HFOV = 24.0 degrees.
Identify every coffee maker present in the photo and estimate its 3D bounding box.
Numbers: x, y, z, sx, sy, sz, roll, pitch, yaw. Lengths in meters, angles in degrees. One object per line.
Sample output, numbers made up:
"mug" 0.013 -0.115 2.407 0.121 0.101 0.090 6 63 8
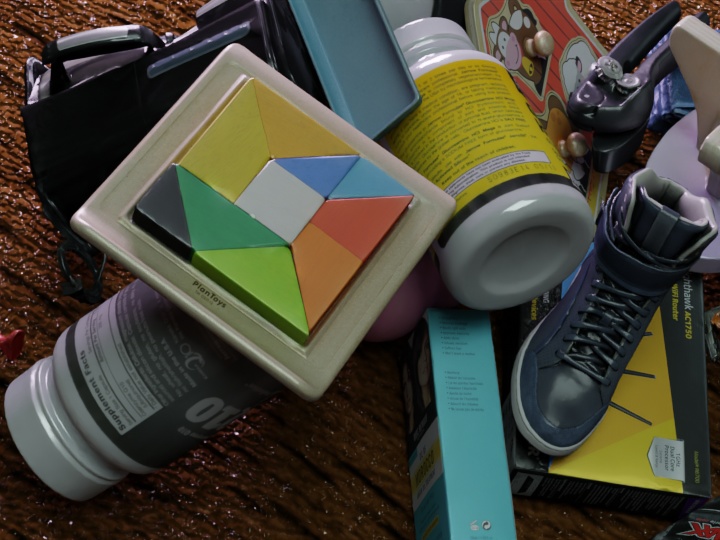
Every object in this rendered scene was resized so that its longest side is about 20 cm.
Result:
"coffee maker" -0.125 -0.094 1.211 0.198 0.135 0.194 -20 77 13

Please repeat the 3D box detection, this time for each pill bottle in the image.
"pill bottle" -0.129 0.062 1.117 0.199 0.114 0.115 -34 66 17
"pill bottle" 0.076 -0.081 1.191 0.111 0.113 0.201 -12 53 -18

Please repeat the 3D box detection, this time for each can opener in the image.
"can opener" 0.221 -0.161 1.349 0.063 0.079 0.200 26 49 13

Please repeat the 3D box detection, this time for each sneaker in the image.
"sneaker" 0.176 0.021 1.175 0.076 0.146 0.203 29 58 1

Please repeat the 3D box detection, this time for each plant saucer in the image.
"plant saucer" -0.011 -0.178 1.204 0.019 0.070 0.201 12 48 -48

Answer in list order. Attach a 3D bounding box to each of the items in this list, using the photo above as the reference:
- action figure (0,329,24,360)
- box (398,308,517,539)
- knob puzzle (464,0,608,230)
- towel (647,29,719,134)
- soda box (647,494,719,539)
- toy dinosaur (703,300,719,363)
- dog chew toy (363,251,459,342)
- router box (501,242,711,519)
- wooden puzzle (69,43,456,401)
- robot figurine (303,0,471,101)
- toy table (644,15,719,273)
"action figure" -0.320 -0.017 1.183 0.200 0.099 0.065 42 60 15
"box" 0.067 0.134 1.186 0.049 0.082 0.202 3 60 -14
"knob puzzle" 0.149 -0.149 1.324 0.219 0.030 0.222 20 64 -47
"towel" 0.340 -0.151 1.428 0.198 0.049 0.113 8 59 -7
"soda box" 0.209 0.230 1.159 0.199 0.071 0.063 -26 31 -25
"toy dinosaur" 0.325 0.023 1.301 0.134 0.102 0.202 -2 72 -2
"dog chew toy" 0.000 0.000 1.232 0.198 0.125 0.125 -10 63 -27
"router box" 0.181 0.076 1.261 0.148 0.051 0.202 9 58 -8
"wooden puzzle" -0.053 -0.039 1.052 0.184 0.037 0.200 35 53 3
"robot figurine" 0.031 -0.207 1.318 0.199 0.124 0.152 -1 89 -58
"toy table" 0.300 -0.099 1.285 0.183 0.118 0.200 28 54 12
